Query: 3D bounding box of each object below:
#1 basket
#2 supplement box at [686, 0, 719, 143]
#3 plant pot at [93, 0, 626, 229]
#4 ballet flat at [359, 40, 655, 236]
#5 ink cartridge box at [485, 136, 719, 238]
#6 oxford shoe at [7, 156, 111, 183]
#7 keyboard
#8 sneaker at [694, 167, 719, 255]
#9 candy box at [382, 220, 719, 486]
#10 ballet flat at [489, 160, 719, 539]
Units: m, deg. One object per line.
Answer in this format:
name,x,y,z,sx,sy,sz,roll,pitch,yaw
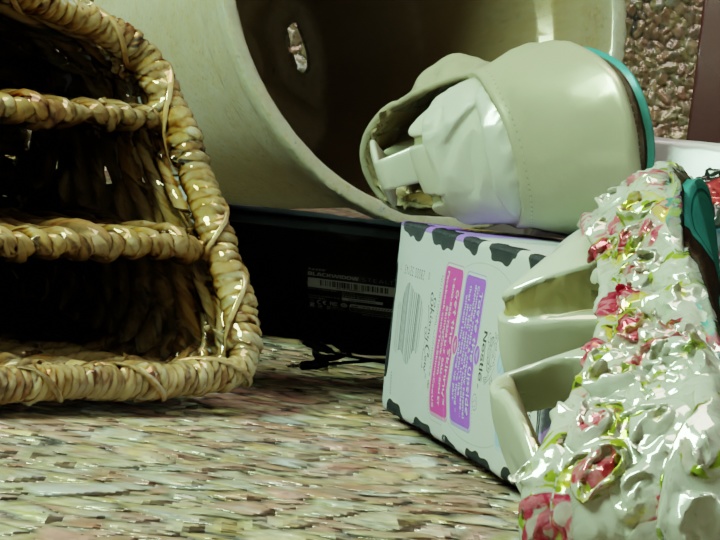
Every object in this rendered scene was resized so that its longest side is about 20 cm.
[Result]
basket,-0.138,-0.035,0.901,0.148,0.144,0.199,9,4,43
supplement box,0.273,-0.046,1.371,0.196,0.201,0.133,8,4,23
plant pot,-0.020,-0.104,1.161,0.199,0.202,0.183,4,-9,-33
ballet flat,0.041,-0.040,0.926,0.069,0.070,0.200,6,0,-13
ink cartridge box,0.125,-0.008,1.248,0.199,0.084,0.145,7,-10,22
oxford shoe,-0.112,-0.010,1.155,0.074,0.071,0.200,12,6,33
keyboard,0.000,0.000,1.034,0.199,0.040,0.104,8,-35,5
sneaker,0.204,0.023,1.050,0.199,0.096,0.079,16,20,-18
candy box,0.110,0.032,0.882,0.167,0.072,0.200,6,3,-12
ballet flat,0.064,0.022,0.679,0.063,0.076,0.200,-7,18,7
